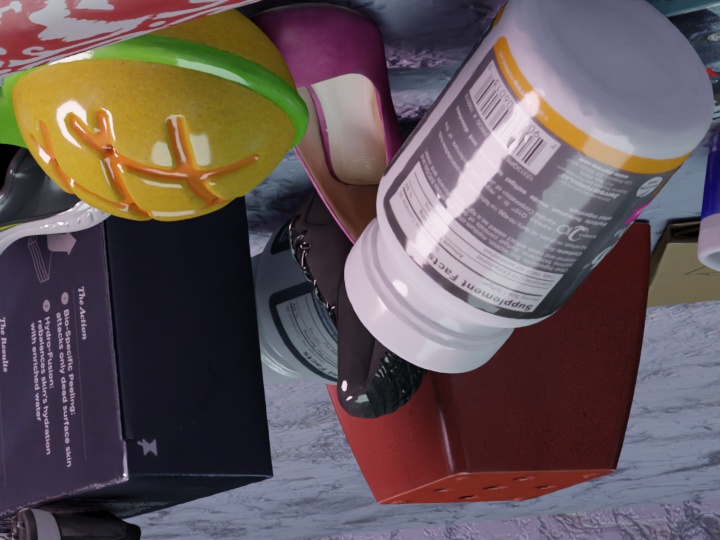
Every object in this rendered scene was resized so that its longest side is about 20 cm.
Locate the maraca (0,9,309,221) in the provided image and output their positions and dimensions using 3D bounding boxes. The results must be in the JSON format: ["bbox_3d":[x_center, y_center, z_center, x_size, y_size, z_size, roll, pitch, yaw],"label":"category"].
[{"bbox_3d":[-0.112,-0.076,1.062,0.137,0.107,0.200,27,156,-36],"label":"maraca"}]

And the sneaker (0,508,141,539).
[{"bbox_3d":[-0.181,0.186,1.355,0.090,0.067,0.200,0,163,-19],"label":"sneaker"}]

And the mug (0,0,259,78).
[{"bbox_3d":[-0.134,-0.133,0.771,0.200,0.134,0.178,-12,167,10],"label":"mug"}]

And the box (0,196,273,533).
[{"bbox_3d":[-0.166,0.050,1.361,0.117,0.197,0.200,6,162,-42],"label":"box"}]

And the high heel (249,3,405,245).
[{"bbox_3d":[-0.015,-0.071,1.139,0.067,0.096,0.200,-7,167,7],"label":"high heel"}]

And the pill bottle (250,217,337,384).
[{"bbox_3d":[0.003,0.009,1.429,0.119,0.120,0.200,6,163,-40],"label":"pill bottle"}]

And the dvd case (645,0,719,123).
[{"bbox_3d":[0.186,-0.116,1.196,0.146,0.022,0.200,-11,166,22],"label":"dvd case"}]

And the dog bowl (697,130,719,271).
[{"bbox_3d":[0.311,-0.037,1.366,0.200,0.079,0.200,6,173,1],"label":"dog bowl"}]

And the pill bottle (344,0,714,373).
[{"bbox_3d":[0.078,-0.044,1.111,0.116,0.117,0.200,3,140,-33],"label":"pill bottle"}]

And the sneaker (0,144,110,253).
[{"bbox_3d":[-0.227,-0.044,1.244,0.200,0.075,0.085,-24,154,28],"label":"sneaker"}]

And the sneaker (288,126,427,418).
[{"bbox_3d":[0.000,0.000,1.259,0.091,0.200,0.076,1,139,10],"label":"sneaker"}]

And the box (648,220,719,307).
[{"bbox_3d":[0.301,-0.010,1.683,0.163,0.021,0.200,-6,167,-1],"label":"box"}]

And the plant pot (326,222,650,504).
[{"bbox_3d":[0.089,0.073,1.611,0.200,0.177,0.200,0,166,-26],"label":"plant pot"}]
